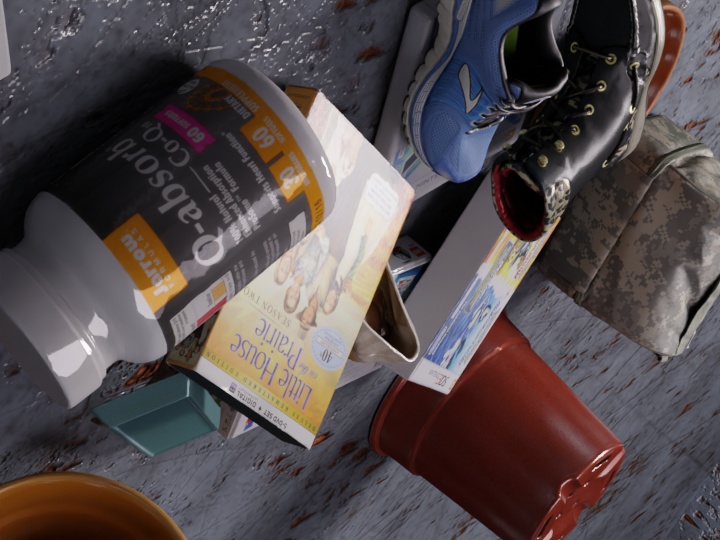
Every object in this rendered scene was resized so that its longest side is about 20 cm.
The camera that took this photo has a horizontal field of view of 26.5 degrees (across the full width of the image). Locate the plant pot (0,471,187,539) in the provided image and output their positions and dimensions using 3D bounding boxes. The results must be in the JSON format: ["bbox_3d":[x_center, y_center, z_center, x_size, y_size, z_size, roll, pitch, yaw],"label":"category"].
[{"bbox_3d":[-0.210,0.261,1.072,0.200,0.200,0.184,-39,170,-21],"label":"plant pot"}]

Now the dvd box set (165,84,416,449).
[{"bbox_3d":[-0.041,0.000,1.018,0.146,0.029,0.202,42,66,-50],"label":"dvd box set"}]

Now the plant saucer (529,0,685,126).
[{"bbox_3d":[0.213,-0.158,1.365,0.200,0.032,0.201,-38,155,-22],"label":"plant saucer"}]

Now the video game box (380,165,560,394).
[{"bbox_3d":[0.097,0.011,1.347,0.201,0.047,0.182,-57,166,1],"label":"video game box"}]

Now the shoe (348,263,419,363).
[{"bbox_3d":[0.000,0.000,1.145,0.070,0.053,0.201,-50,142,-26],"label":"shoe"}]

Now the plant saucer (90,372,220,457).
[{"bbox_3d":[-0.136,0.103,1.063,0.069,0.019,0.200,-22,167,-5],"label":"plant saucer"}]

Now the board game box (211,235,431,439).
[{"bbox_3d":[-0.032,0.052,1.240,0.199,0.035,0.127,-21,143,-49],"label":"board game box"}]

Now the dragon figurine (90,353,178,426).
[{"bbox_3d":[-0.106,0.039,1.060,0.099,0.059,0.201,-5,130,-58],"label":"dragon figurine"}]

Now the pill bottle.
[{"bbox_3d":[-0.119,-0.021,0.876,0.200,0.116,0.117,-41,156,-20],"label":"pill bottle"}]

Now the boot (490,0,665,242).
[{"bbox_3d":[0.167,-0.133,1.192,0.154,0.073,0.205,-44,147,-33],"label":"boot"}]

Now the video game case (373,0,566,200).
[{"bbox_3d":[0.083,-0.144,1.165,0.182,0.022,0.201,-31,150,-37],"label":"video game case"}]

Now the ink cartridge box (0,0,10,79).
[{"bbox_3d":[-0.240,-0.108,0.489,0.199,0.146,0.147,-36,154,-29],"label":"ink cartridge box"}]

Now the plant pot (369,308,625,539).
[{"bbox_3d":[0.146,0.169,1.532,0.200,0.195,0.202,-39,154,-23],"label":"plant pot"}]

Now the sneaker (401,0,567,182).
[{"bbox_3d":[0.089,-0.129,1.058,0.078,0.089,0.201,-32,152,-31],"label":"sneaker"}]

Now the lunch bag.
[{"bbox_3d":[0.298,-0.030,1.535,0.139,0.168,0.201,-14,139,-53],"label":"lunch bag"}]
